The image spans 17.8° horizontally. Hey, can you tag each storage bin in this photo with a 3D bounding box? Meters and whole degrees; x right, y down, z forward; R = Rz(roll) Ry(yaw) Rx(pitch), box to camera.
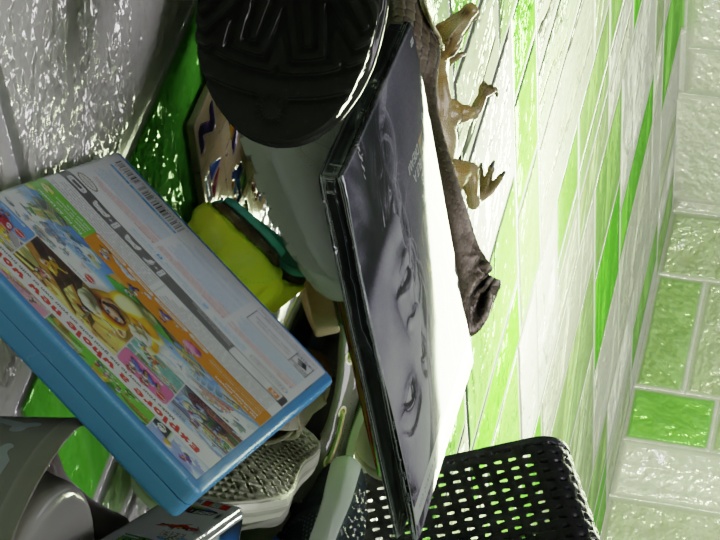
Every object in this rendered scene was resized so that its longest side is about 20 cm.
[{"bbox_3d":[0.046,0.195,1.425,0.135,0.199,0.094,84,-7,-48],"label":"storage bin"}]

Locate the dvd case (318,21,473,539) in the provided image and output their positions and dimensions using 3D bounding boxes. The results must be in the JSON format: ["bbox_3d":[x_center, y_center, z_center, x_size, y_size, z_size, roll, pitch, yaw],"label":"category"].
[{"bbox_3d":[0.021,0.004,1.096,0.149,0.016,0.201,-68,152,-55],"label":"dvd case"}]

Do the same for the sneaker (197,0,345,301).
[{"bbox_3d":[-0.022,-0.082,1.098,0.076,0.080,0.201,76,-3,-70],"label":"sneaker"}]

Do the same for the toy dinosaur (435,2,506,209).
[{"bbox_3d":[0.042,-0.060,1.357,0.101,0.058,0.201,-18,115,-66],"label":"toy dinosaur"}]

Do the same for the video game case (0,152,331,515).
[{"bbox_3d":[-0.089,0.019,0.938,0.018,0.143,0.200,-44,177,16],"label":"video game case"}]

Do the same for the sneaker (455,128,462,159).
[{"bbox_3d":[0.016,-0.096,1.442,0.200,0.074,0.089,-42,135,-66],"label":"sneaker"}]

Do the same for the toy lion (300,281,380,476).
[{"bbox_3d":[0.000,0.000,1.219,0.192,0.068,0.201,-104,-177,-62],"label":"toy lion"}]

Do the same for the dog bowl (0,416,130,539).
[{"bbox_3d":[-0.145,0.147,0.874,0.200,0.058,0.201,13,90,-80],"label":"dog bowl"}]

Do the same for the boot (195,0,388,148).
[{"bbox_3d":[-0.008,-0.143,1.033,0.158,0.079,0.212,45,52,-73],"label":"boot"}]

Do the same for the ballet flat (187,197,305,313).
[{"bbox_3d":[-0.069,0.002,1.144,0.067,0.067,0.200,-50,178,0],"label":"ballet flat"}]

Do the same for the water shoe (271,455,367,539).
[{"bbox_3d":[-0.057,0.183,1.271,0.072,0.079,0.200,81,27,-57],"label":"water shoe"}]

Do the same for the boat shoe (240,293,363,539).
[{"bbox_3d":[-0.037,0.099,1.352,0.060,0.072,0.202,27,81,-48],"label":"boat shoe"}]

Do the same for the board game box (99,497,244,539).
[{"bbox_3d":[-0.095,0.167,0.915,0.200,0.034,0.127,-16,118,-80],"label":"board game box"}]

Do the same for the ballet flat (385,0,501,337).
[{"bbox_3d":[0.042,-0.062,1.237,0.067,0.046,0.201,34,47,-84],"label":"ballet flat"}]

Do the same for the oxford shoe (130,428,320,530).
[{"bbox_3d":[-0.072,0.114,1.208,0.058,0.075,0.200,-57,171,11],"label":"oxford shoe"}]

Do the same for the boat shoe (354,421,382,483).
[{"bbox_3d":[0.022,0.083,1.412,0.067,0.057,0.200,-64,-158,9],"label":"boat shoe"}]

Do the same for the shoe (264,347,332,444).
[{"bbox_3d":[-0.068,0.066,1.177,0.200,0.070,0.054,18,68,-68],"label":"shoe"}]

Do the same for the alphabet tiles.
[{"bbox_3d":[-0.058,-0.107,1.259,0.167,0.006,0.200,85,18,-45],"label":"alphabet tiles"}]
